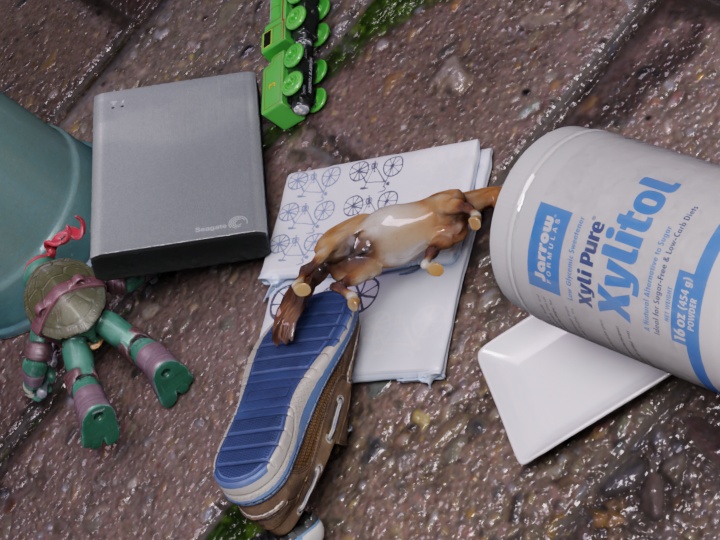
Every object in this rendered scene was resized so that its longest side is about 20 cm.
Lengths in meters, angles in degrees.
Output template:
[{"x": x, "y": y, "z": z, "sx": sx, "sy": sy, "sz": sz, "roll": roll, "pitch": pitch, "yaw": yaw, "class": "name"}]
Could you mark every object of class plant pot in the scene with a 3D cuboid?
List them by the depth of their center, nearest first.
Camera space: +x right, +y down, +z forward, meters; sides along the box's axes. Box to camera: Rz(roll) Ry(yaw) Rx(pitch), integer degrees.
[{"x": -0.339, "y": -0.075, "z": 1.693, "sx": 0.199, "sy": 0.196, "sz": 0.202, "roll": -20, "pitch": 50, "yaw": 26, "class": "plant pot"}]

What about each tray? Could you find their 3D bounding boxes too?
[{"x": 0.176, "y": 0.043, "z": 1.328, "sx": 0.199, "sy": 0.022, "sz": 0.108, "roll": -34, "pitch": 46, "yaw": 14, "class": "tray"}]

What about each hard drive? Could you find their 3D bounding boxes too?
[{"x": -0.145, "y": -0.077, "z": 1.608, "sx": 0.138, "sy": 0.033, "sz": 0.201, "roll": -8, "pitch": 44, "yaw": 1, "class": "hard drive"}]

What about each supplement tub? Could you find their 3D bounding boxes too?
[{"x": 0.192, "y": -0.006, "z": 1.242, "sx": 0.199, "sy": 0.132, "sz": 0.133, "roll": 21, "pitch": 74, "yaw": 44, "class": "supplement tub"}]

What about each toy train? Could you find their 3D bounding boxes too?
[{"x": -0.056, "y": -0.204, "z": 1.679, "sx": 0.056, "sy": 0.042, "sz": 0.201, "roll": -28, "pitch": 46, "yaw": 34, "class": "toy train"}]

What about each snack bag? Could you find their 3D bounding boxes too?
[{"x": 0.000, "y": 0.000, "z": 1.499, "sx": 0.187, "sy": 0.021, "sz": 0.202, "roll": -6, "pitch": 57, "yaw": 34, "class": "snack bag"}]

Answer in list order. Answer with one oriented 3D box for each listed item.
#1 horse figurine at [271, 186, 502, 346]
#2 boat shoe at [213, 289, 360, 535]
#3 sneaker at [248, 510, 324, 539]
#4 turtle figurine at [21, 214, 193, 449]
[{"x": 0.022, "y": -0.015, "z": 1.406, "sx": 0.199, "sy": 0.050, "sz": 0.133, "roll": -23, "pitch": 15, "yaw": 12, "class": "horse figurine"}, {"x": -0.044, "y": 0.099, "z": 1.408, "sx": 0.072, "sy": 0.073, "sz": 0.201, "roll": -4, "pitch": 41, "yaw": 33, "class": "boat shoe"}, {"x": -0.086, "y": 0.250, "z": 1.366, "sx": 0.200, "sy": 0.072, "sz": 0.072, "roll": -51, "pitch": 14, "yaw": -21, "class": "sneaker"}, {"x": -0.221, "y": 0.044, "z": 1.591, "sx": 0.150, "sy": 0.101, "sz": 0.200, "roll": -44, "pitch": 49, "yaw": 4, "class": "turtle figurine"}]
